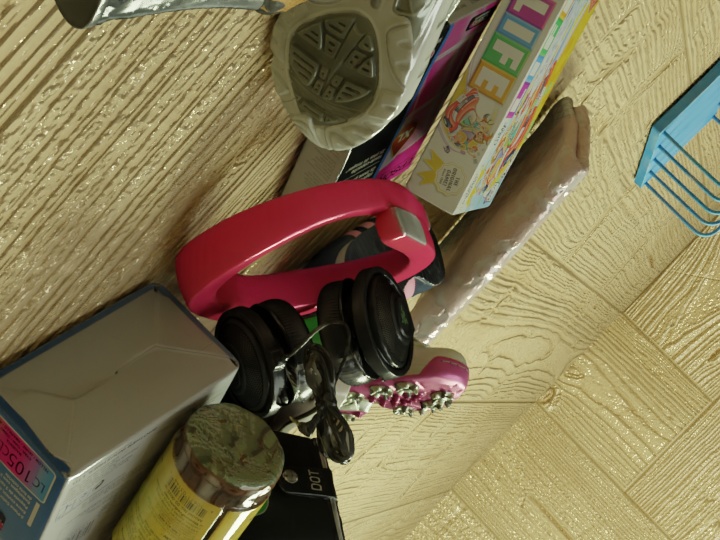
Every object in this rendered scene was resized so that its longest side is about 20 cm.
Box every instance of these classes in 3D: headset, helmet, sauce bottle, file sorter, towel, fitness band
[{"bbox_3d":[-0.023,0.056,0.873,0.122,0.095,0.200,-16,-179,-3],"label":"headset"},{"bbox_3d":[-0.105,0.205,1.030,0.188,0.202,0.200,-10,161,-5],"label":"helmet"},{"bbox_3d":[-0.114,0.159,0.865,0.065,0.065,0.201,-26,158,-53],"label":"sauce bottle"},{"bbox_3d":[0.425,-0.143,1.773,0.139,0.123,0.200,-44,166,-7],"label":"file sorter"},{"bbox_3d":[0.113,-0.043,1.211,0.200,0.032,0.191,-50,-174,22],"label":"towel"},{"bbox_3d":[-0.031,-0.008,0.888,0.142,0.038,0.200,-19,168,11],"label":"fitness band"}]

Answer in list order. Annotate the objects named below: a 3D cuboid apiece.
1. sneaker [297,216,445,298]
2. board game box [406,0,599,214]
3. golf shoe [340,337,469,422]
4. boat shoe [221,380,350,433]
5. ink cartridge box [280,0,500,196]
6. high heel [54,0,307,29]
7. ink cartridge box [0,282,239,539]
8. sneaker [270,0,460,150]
[{"bbox_3d":[0.000,0.000,1.090,0.081,0.071,0.200,-24,178,23],"label":"sneaker"},{"bbox_3d":[0.100,-0.132,0.901,0.202,0.034,0.134,-62,170,11],"label":"board game box"},{"bbox_3d":[0.008,0.060,1.099,0.199,0.075,0.093,-11,-117,52],"label":"golf shoe"},{"bbox_3d":[-0.078,0.097,1.097,0.059,0.073,0.200,17,149,-27],"label":"boat shoe"},{"bbox_3d":[0.008,-0.088,0.888,0.094,0.037,0.201,-34,164,-39],"label":"ink cartridge box"},{"bbox_3d":[-0.011,-0.156,0.527,0.142,0.072,0.200,-21,170,-45],"label":"high heel"},{"bbox_3d":[-0.168,0.117,0.866,0.136,0.076,0.201,-32,159,-43],"label":"ink cartridge box"},{"bbox_3d":[0.027,-0.139,0.709,0.099,0.078,0.201,-35,164,-47],"label":"sneaker"}]
